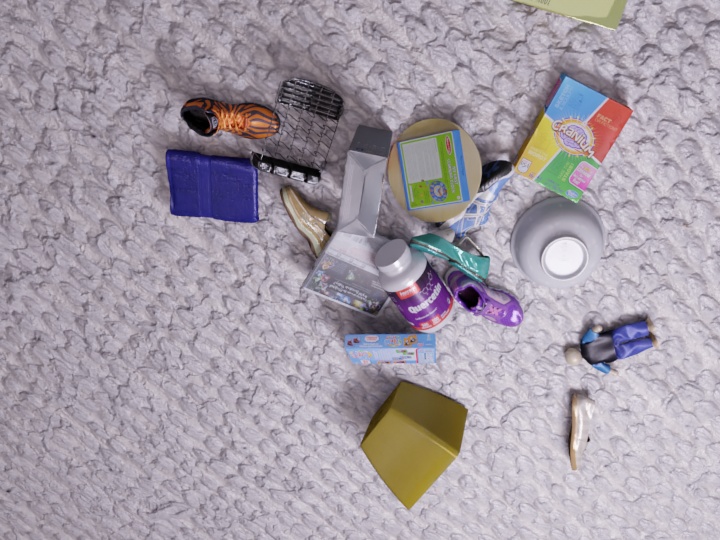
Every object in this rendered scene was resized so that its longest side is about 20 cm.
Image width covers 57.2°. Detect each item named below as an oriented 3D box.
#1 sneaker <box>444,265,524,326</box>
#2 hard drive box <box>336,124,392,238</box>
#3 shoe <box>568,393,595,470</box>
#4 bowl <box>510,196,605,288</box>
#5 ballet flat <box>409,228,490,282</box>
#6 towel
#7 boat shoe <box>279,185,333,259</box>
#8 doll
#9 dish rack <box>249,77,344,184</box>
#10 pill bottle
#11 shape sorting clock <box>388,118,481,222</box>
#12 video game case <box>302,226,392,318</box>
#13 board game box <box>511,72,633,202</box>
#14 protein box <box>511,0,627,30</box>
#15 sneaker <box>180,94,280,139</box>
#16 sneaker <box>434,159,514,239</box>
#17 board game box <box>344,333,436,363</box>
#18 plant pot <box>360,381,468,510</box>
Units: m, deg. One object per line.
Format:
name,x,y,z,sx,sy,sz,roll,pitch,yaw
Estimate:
sneaker,0.268,0.070,1.426,0.198,0.089,0.081,31,113,-10
hard drive box,0.010,-0.178,1.279,0.075,0.201,0.159,10,116,1
shoe,0.519,0.384,1.550,0.052,0.070,0.204,1,112,14
bowl,0.413,-0.041,1.359,0.196,0.091,0.205,2,115,4
ballet flat,0.188,-0.046,1.353,0.198,0.067,0.072,26,85,-25
towel,-0.310,-0.180,1.400,0.195,0.050,0.150,7,122,2
boat shoe,-0.094,-0.105,1.399,0.075,0.072,0.201,-27,120,13
doll,0.553,0.173,1.463,0.196,0.049,0.139,-17,110,13
dish rack,-0.121,-0.275,1.308,0.151,0.055,0.203,11,112,-25
pill bottle,0.111,0.032,1.389,0.111,0.113,0.201,-27,124,17
shape sorting clock,0.147,-0.199,1.319,0.196,0.039,0.205,7,104,29
video game case,0.000,0.000,1.428,0.197,0.024,0.183,23,115,-25
board game box,0.409,-0.256,1.289,0.151,0.040,0.202,24,115,-5
protein box,0.363,-0.540,1.113,0.194,0.135,0.203,15,115,-2
sneaker,-0.262,-0.291,1.304,0.195,0.113,0.079,8,116,2
sneaker,0.242,-0.144,1.346,0.077,0.076,0.200,36,123,-17
board game box,0.070,0.176,1.472,0.195,0.152,0.037,-2,70,6
plant pot,0.115,0.383,1.536,0.175,0.200,0.201,37,114,2
